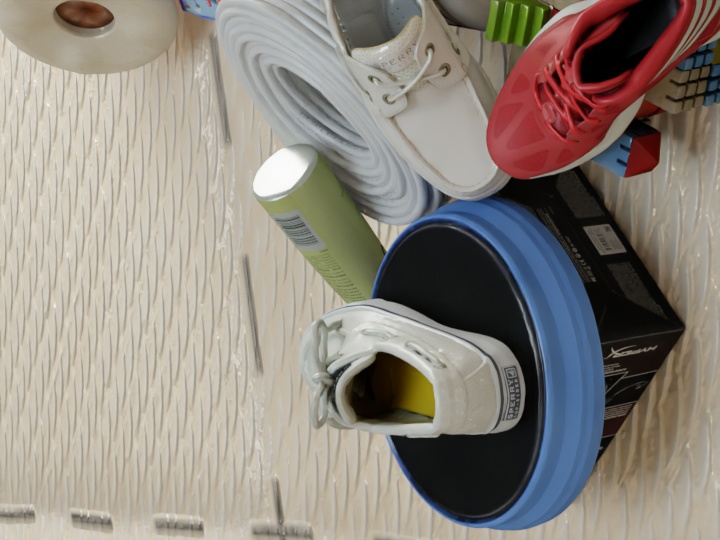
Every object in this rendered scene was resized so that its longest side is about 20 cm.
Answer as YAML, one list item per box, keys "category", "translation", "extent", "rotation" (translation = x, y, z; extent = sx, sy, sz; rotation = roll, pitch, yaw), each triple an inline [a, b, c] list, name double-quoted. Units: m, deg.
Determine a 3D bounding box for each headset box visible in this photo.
- category: "headset box"
  translation: [0.098, 0.049, 1.461]
  extent: [0.149, 0.077, 0.201]
  rotation: [61, 141, 30]

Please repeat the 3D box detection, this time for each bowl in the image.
- category: "bowl"
  translation: [0.069, 0.057, 1.402]
  extent: [0.200, 0.039, 0.202]
  rotation: [18, 112, 54]

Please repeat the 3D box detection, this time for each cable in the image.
- category: "cable"
  translation: [-0.010, -0.118, 1.487]
  extent: [0.200, 0.069, 0.200]
  rotation: [45, 165, -5]

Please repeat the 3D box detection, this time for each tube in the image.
- category: "tube"
  translation: [0.000, 0.000, 1.558]
  extent: [0.052, 0.200, 0.058]
  rotation: [-21, 37, 22]

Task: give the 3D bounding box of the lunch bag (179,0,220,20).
- category: "lunch bag"
  translation: [-0.103, -0.268, 1.728]
  extent: [0.150, 0.094, 0.201]
  rotation: [15, 123, 58]

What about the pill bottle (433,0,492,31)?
- category: "pill bottle"
  translation: [0.037, -0.215, 1.463]
  extent: [0.200, 0.115, 0.117]
  rotation: [20, 113, 55]

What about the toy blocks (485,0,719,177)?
- category: "toy blocks"
  translation: [0.156, -0.137, 1.327]
  extent: [0.136, 0.100, 0.201]
  rotation: [33, 125, 38]

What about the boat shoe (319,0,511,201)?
- category: "boat shoe"
  translation: [0.020, -0.126, 1.350]
  extent: [0.201, 0.071, 0.069]
  rotation: [57, -171, -2]

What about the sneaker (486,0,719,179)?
- category: "sneaker"
  translation: [0.114, -0.107, 1.245]
  extent: [0.078, 0.115, 0.200]
  rotation: [51, 128, 9]

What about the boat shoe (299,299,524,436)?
- category: "boat shoe"
  translation: [0.003, 0.066, 1.375]
  extent: [0.201, 0.086, 0.075]
  rotation: [15, 109, 55]

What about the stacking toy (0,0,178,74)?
- category: "stacking toy"
  translation: [-0.208, -0.269, 1.847]
  extent: [0.146, 0.145, 0.201]
  rotation: [135, 145, -52]
